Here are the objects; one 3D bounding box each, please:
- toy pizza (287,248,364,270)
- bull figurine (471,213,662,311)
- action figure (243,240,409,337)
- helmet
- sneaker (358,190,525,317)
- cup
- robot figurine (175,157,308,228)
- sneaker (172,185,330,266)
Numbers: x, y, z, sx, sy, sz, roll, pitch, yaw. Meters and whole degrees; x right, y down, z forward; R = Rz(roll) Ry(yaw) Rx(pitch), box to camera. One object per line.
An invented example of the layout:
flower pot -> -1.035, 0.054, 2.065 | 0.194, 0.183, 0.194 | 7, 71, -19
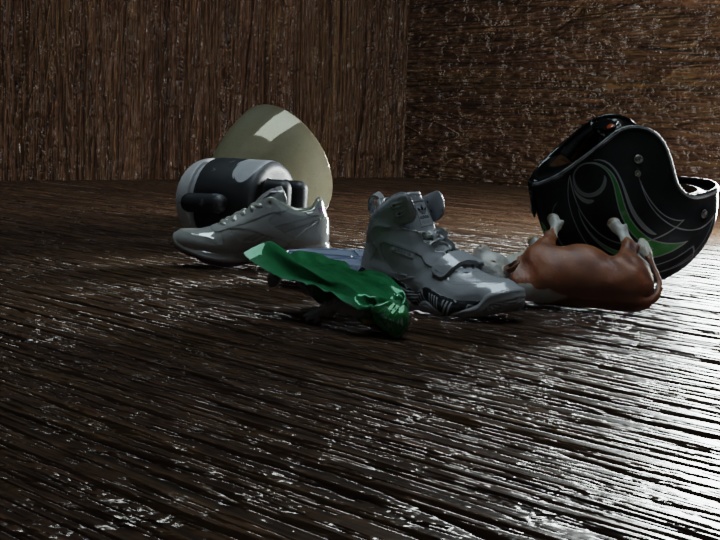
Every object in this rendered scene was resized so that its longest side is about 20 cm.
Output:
toy pizza -> 0.000, 0.000, 1.543 | 0.197, 0.032, 0.200 | 3, 6, 0
bull figurine -> 0.216, -0.004, 1.418 | 0.197, 0.066, 0.122 | 11, 41, 9
action figure -> -0.015, 0.021, 1.250 | 0.117, 0.056, 0.199 | 0, 14, -32
helmet -> 0.310, -0.074, 1.579 | 0.199, 0.192, 0.200 | -36, 11, 8
sneaker -> 0.076, -0.018, 1.347 | 0.198, 0.117, 0.075 | 7, 9, 39
cup -> -0.164, -0.135, 2.110 | 0.198, 0.203, 0.143 | 8, 35, 42
robot figurine -> -0.171, -0.095, 1.935 | 0.198, 0.126, 0.151 | 6, -34, 31
sneaker -> -0.134, -0.055, 1.684 | 0.197, 0.101, 0.075 | 0, 9, -8
